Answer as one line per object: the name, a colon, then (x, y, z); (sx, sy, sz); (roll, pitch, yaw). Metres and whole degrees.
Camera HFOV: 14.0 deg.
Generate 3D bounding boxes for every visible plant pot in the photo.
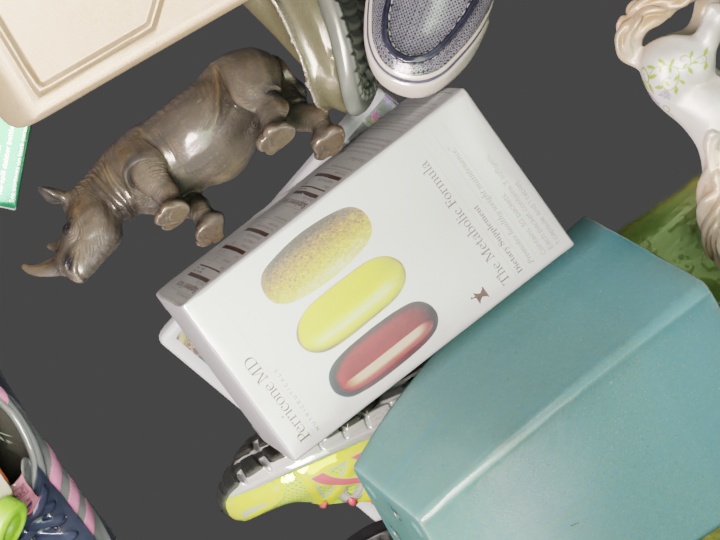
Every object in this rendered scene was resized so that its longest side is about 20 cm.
plant pot: (0.108, 0.098, 1.647); (0.200, 0.141, 0.142); (-35, 118, -11)

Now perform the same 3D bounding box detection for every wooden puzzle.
wooden puzzle: (-0.157, -0.201, 1.620); (0.199, 0.037, 0.186); (-28, 107, 10)

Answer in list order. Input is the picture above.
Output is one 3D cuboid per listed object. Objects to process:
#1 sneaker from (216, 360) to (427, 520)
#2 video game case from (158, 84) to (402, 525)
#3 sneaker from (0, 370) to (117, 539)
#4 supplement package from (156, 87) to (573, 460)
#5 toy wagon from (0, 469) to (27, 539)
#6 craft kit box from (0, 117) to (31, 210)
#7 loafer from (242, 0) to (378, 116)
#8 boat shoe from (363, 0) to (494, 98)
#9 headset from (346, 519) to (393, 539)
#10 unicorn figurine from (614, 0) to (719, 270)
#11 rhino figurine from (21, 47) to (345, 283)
sneaker: (0.014, 0.113, 1.719); (0.199, 0.078, 0.091); (-22, 105, -1)
video game case: (0.011, 0.022, 1.751); (0.182, 0.023, 0.200); (40, 96, -12)
sneaker: (-0.197, 0.141, 1.721); (0.070, 0.082, 0.200); (-35, 103, -1)
supplement package: (0.000, 0.000, 1.661); (0.200, 0.110, 0.114); (-38, 100, -7)
toy wagon: (-0.267, 0.153, 1.707); (0.155, 0.040, 0.201); (26, 134, 16)
craft kit box: (-0.273, -0.151, 1.676); (0.196, 0.049, 0.201); (10, 100, -5)
loafer: (-0.048, -0.176, 1.676); (0.069, 0.075, 0.201); (-23, 85, 17)
boat shoe: (0.053, -0.201, 1.636); (0.074, 0.093, 0.201); (17, 71, 7)
headset: (0.072, 0.214, 1.758); (0.199, 0.094, 0.124); (3, 101, -9)
unicorn figurine: (0.224, -0.088, 1.724); (0.137, 0.074, 0.200); (-41, 76, 0)
rhino figurine: (-0.112, -0.055, 1.695); (0.200, 0.088, 0.060); (-35, 142, 3)
